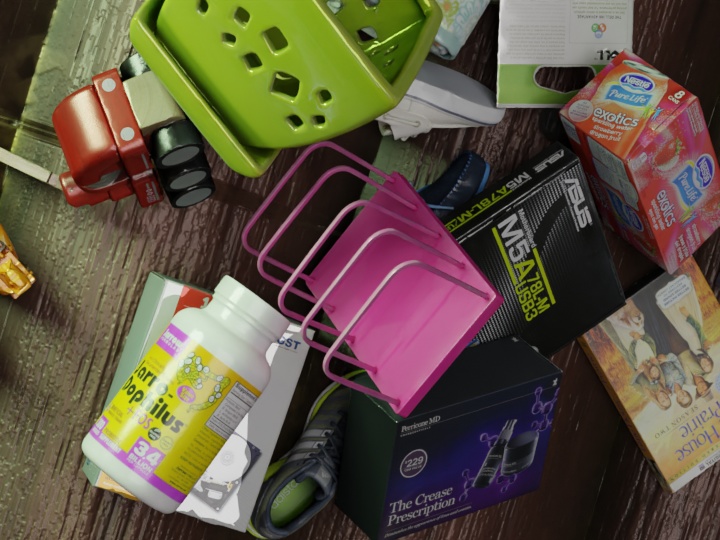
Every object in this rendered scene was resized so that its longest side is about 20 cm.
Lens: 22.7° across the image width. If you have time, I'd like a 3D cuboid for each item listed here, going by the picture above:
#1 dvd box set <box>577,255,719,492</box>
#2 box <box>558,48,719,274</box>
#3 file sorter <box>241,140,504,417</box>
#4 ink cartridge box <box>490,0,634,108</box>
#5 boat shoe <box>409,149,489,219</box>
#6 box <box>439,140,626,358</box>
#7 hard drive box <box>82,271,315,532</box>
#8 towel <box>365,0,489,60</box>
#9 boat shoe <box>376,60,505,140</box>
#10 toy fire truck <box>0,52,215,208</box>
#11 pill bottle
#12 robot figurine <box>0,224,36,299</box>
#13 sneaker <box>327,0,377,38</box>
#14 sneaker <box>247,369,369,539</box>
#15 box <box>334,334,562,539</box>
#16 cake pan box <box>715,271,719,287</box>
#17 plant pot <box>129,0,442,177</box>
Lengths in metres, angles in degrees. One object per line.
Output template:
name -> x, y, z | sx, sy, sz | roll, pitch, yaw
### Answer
dvd box set -> 0.323, 0.104, 1.832 | 0.146, 0.029, 0.201 | -33, 103, -10
box -> 0.275, -0.101, 1.712 | 0.095, 0.100, 0.200 | -42, 142, -7
file sorter -> 0.000, 0.000, 1.588 | 0.125, 0.200, 0.139 | 26, 109, -43
ink cartridge box -> 0.186, -0.260, 1.734 | 0.146, 0.076, 0.202 | -1, 97, -16
boat shoe -> 0.046, -0.038, 1.714 | 0.068, 0.084, 0.201 | 37, 83, -13
box -> 0.149, 0.007, 1.724 | 0.192, 0.048, 0.201 | -31, 130, -9
hard drive box -> -0.152, 0.122, 1.675 | 0.155, 0.077, 0.202 | 19, 90, -17
towel -> 0.044, -0.313, 1.623 | 0.199, 0.048, 0.172 | 33, 80, -9
boat shoe -> 0.040, -0.160, 1.714 | 0.198, 0.071, 0.070 | 11, 120, -20
toy fire truck -> -0.246, -0.111, 1.584 | 0.198, 0.176, 0.130 | -21, 76, -5
pill bottle -> -0.149, 0.106, 1.580 | 0.104, 0.104, 0.201 | 37, 85, -16
robot figurine -> -0.392, -0.032, 1.600 | 0.145, 0.058, 0.200 | -45, 106, -8
sneaker -> 0.018, -0.309, 1.691 | 0.199, 0.081, 0.147 | 35, 67, -3
sneaker -> -0.033, 0.182, 1.711 | 0.074, 0.081, 0.201 | 39, 85, -16
box -> 0.083, 0.156, 1.683 | 0.199, 0.079, 0.142 | -14, 123, -33
cake pan box -> 0.480, 0.038, 1.791 | 0.198, 0.184, 0.053 | 21, 94, -17
plant pot -> -0.070, -0.210, 1.515 | 0.181, 0.200, 0.199 | -31, 107, 30
